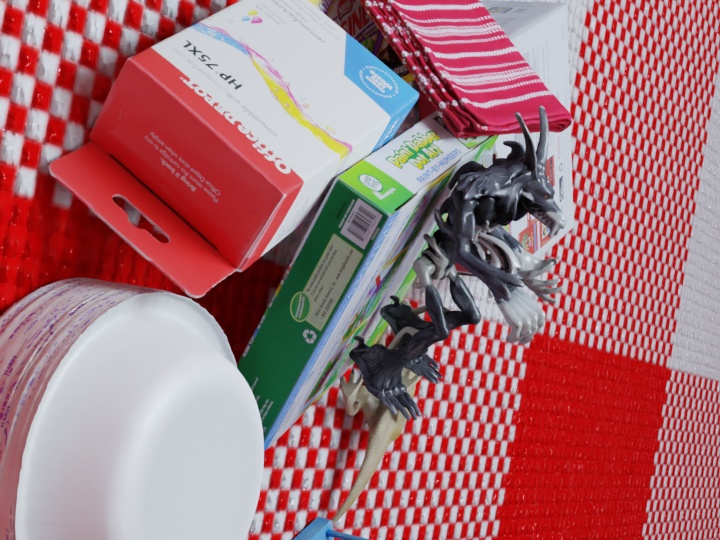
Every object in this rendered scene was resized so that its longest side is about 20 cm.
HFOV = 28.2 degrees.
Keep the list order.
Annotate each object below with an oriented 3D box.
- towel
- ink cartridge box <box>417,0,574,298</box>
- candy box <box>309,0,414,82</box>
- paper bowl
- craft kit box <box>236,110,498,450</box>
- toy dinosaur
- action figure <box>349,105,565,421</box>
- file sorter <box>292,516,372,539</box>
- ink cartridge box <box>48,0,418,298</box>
[{"bbox_3d":[0.057,-0.171,0.979,0.145,0.022,0.200,-11,62,-54],"label":"towel"},{"bbox_3d":[0.103,-0.102,1.164,0.176,0.084,0.200,-37,128,-53],"label":"ink cartridge box"},{"bbox_3d":[-0.008,-0.169,1.006,0.200,0.026,0.102,-31,120,-55],"label":"candy box"},{"bbox_3d":[-0.128,0.108,0.781,0.201,0.104,0.201,-20,114,-58],"label":"paper bowl"},{"bbox_3d":[0.000,0.000,0.932,0.197,0.048,0.200,-34,157,-58],"label":"craft kit box"},{"bbox_3d":[0.021,0.104,1.089,0.101,0.058,0.200,71,37,-59],"label":"toy dinosaur"},{"bbox_3d":[0.080,-0.001,0.898,0.200,0.102,0.119,-57,169,29],"label":"action figure"},{"bbox_3d":[-0.025,0.290,0.996,0.200,0.123,0.139,-35,127,-54],"label":"file sorter"},{"bbox_3d":[-0.067,-0.080,0.814,0.200,0.116,0.067,-42,171,-50],"label":"ink cartridge box"}]
